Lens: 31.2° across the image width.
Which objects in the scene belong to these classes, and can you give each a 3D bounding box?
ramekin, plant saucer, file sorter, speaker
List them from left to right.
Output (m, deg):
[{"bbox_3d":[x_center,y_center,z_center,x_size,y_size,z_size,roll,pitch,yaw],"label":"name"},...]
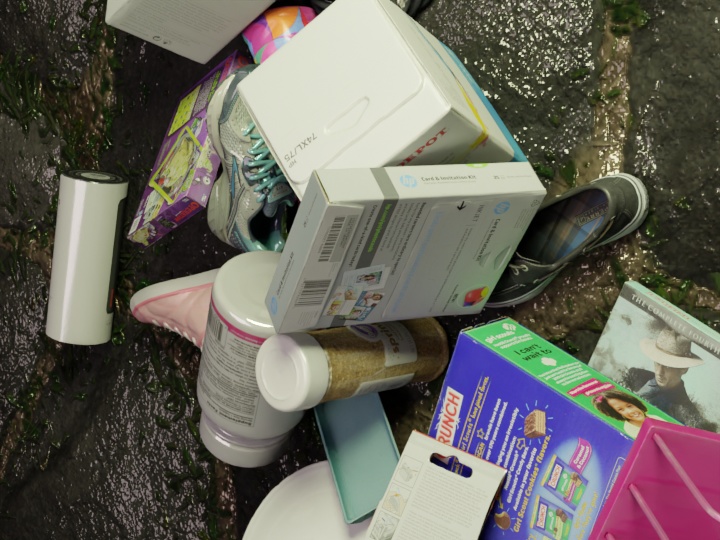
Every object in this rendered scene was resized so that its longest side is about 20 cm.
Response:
[{"bbox_3d":[-0.328,-0.015,1.542,0.081,0.081,0.201,19,105,39],"label":"speaker"},{"bbox_3d":[-0.015,0.292,1.235,0.201,0.094,0.204,-16,57,25],"label":"ramekin"},{"bbox_3d":[-0.004,0.154,1.240,0.070,0.019,0.201,-30,42,9],"label":"plant saucer"},{"bbox_3d":[0.257,0.240,0.971,0.126,0.138,0.201,-111,38,-63],"label":"file sorter"}]

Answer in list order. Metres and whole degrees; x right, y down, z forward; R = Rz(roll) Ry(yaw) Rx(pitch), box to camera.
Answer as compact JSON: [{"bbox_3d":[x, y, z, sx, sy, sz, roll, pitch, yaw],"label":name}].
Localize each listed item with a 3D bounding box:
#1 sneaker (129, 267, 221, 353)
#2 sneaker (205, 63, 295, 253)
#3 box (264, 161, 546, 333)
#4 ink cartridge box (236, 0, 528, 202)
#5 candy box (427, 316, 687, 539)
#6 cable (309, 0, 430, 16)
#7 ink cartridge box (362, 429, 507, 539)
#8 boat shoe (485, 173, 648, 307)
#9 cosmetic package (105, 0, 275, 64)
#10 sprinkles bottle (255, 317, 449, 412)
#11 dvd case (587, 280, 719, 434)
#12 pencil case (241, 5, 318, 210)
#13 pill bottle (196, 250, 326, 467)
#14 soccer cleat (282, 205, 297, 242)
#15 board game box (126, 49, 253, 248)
[{"bbox_3d":[-0.177,0.061,1.415,0.199,0.075,0.105,-13,79,37],"label":"sneaker"},{"bbox_3d":[-0.092,-0.099,1.222,0.086,0.077,0.201,38,139,37],"label":"sneaker"},{"bbox_3d":[0.035,-0.019,1.058,0.041,0.199,0.156,66,148,35],"label":"box"},{"bbox_3d":[0.024,-0.123,1.115,0.146,0.200,0.147,-37,68,15],"label":"ink cartridge box"},{"bbox_3d":[0.155,0.162,1.100,0.200,0.077,0.170,32,117,35],"label":"candy box"},{"bbox_3d":[-0.005,-0.323,1.247,0.163,0.051,0.201,-46,64,34],"label":"cable"},{"bbox_3d":[0.055,0.251,1.108,0.109,0.050,0.201,19,81,38],"label":"ink cartridge box"},{"bbox_3d":[0.156,-0.023,1.117,0.199,0.066,0.070,-28,75,39],"label":"boat shoe"},{"bbox_3d":[-0.144,-0.349,1.270,0.200,0.122,0.201,-30,51,46],"label":"cosmetic package"},{"bbox_3d":[-0.004,0.082,1.179,0.068,0.199,0.069,5,97,41],"label":"sprinkles bottle"},{"bbox_3d":[0.242,0.130,1.083,0.146,0.022,0.201,37,116,34],"label":"dvd case"},{"bbox_3d":[-0.058,-0.162,1.288,0.088,0.088,0.201,-22,77,40],"label":"pencil case"},{"bbox_3d":[-0.098,0.090,1.251,0.113,0.113,0.201,44,138,30],"label":"pill bottle"},{"bbox_3d":[-0.080,-0.004,1.321,0.081,0.067,0.201,139,118,-69],"label":"soccer cleat"},{"bbox_3d":[-0.177,-0.128,1.351,0.120,0.032,0.201,-33,34,48],"label":"board game box"}]
